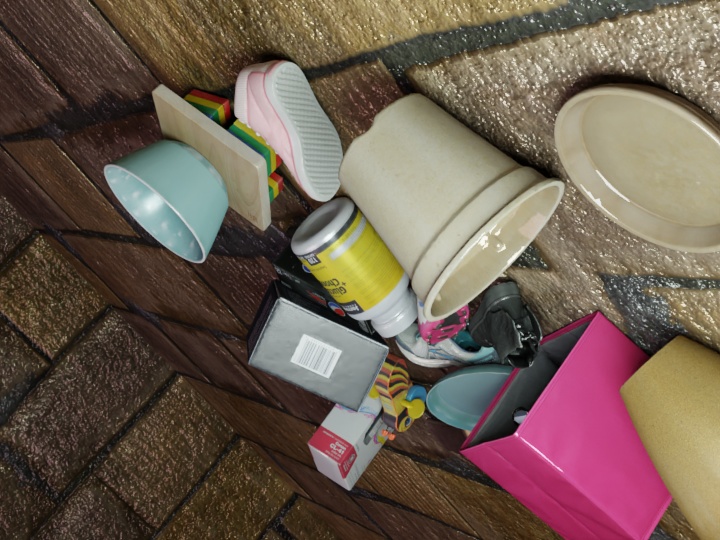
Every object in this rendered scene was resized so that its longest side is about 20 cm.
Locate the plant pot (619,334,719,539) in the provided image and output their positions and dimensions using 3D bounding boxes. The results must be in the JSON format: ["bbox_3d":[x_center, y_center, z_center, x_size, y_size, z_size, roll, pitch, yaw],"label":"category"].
[{"bbox_3d":[0.380,0.174,1.091,0.200,0.186,0.187,48,162,17],"label":"plant pot"}]

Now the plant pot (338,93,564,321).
[{"bbox_3d":[0.081,-0.080,1.083,0.184,0.200,0.201,46,162,17],"label":"plant pot"}]

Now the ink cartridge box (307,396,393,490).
[{"bbox_3d":[-0.005,0.305,1.973,0.085,0.200,0.148,30,157,25],"label":"ink cartridge box"}]

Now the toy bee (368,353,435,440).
[{"bbox_3d":[0.075,0.252,1.859,0.200,0.109,0.131,49,156,-21],"label":"toy bee"}]

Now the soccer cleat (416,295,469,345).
[{"bbox_3d":[0.108,0.029,1.370,0.200,0.069,0.087,92,160,-62],"label":"soccer cleat"}]

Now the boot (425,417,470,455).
[{"bbox_3d":[0.175,0.285,1.780,0.166,0.073,0.200,8,149,43],"label":"boot"}]

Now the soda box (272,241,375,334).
[{"bbox_3d":[-0.044,0.022,1.647,0.199,0.071,0.063,29,156,29],"label":"soda box"}]

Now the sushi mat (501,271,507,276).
[{"bbox_3d":[0.110,-0.026,1.361,0.096,0.012,0.200,48,158,-21],"label":"sushi mat"}]

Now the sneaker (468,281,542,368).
[{"bbox_3d":[0.191,0.088,1.325,0.200,0.060,0.105,96,160,-62],"label":"sneaker"}]

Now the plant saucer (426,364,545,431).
[{"bbox_3d":[0.195,0.184,1.469,0.199,0.028,0.201,4,147,3],"label":"plant saucer"}]

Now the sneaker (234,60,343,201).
[{"bbox_3d":[-0.096,-0.183,1.313,0.104,0.075,0.201,14,139,43],"label":"sneaker"}]

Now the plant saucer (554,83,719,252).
[{"bbox_3d":[0.267,-0.095,0.921,0.200,0.029,0.200,35,158,16],"label":"plant saucer"}]

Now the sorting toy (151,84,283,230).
[{"bbox_3d":[-0.202,-0.181,1.514,0.198,0.070,0.200,36,160,13],"label":"sorting toy"}]

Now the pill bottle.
[{"bbox_3d":[0.000,0.000,1.467,0.200,0.112,0.112,49,158,-21],"label":"pill bottle"}]

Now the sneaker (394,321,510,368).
[{"bbox_3d":[0.134,0.099,1.508,0.199,0.078,0.087,14,142,33],"label":"sneaker"}]

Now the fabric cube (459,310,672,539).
[{"bbox_3d":[0.280,0.204,1.272,0.199,0.196,0.200,39,159,-2],"label":"fabric cube"}]

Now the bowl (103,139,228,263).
[{"bbox_3d":[-0.276,-0.118,1.524,0.200,0.105,0.201,35,159,15],"label":"bowl"}]

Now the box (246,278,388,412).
[{"bbox_3d":[-0.076,0.119,1.678,0.199,0.125,0.197,25,-174,-10],"label":"box"}]
